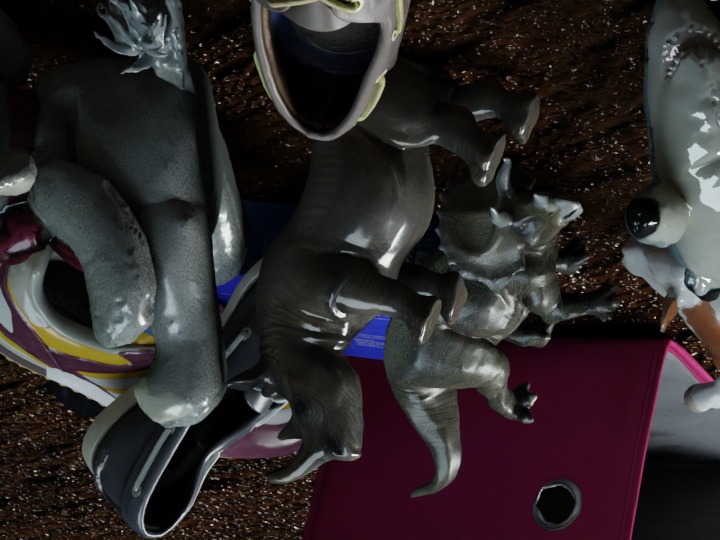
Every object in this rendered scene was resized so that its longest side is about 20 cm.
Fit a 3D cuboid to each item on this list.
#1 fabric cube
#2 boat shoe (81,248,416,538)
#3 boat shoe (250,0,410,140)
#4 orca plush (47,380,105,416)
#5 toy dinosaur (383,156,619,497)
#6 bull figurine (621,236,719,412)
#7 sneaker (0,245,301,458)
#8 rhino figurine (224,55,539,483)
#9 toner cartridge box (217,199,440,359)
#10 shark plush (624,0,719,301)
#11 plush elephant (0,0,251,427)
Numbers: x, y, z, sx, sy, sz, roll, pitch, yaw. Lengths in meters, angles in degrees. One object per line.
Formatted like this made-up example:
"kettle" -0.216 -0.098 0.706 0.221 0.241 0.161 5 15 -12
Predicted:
"fabric cube" 0.100 0.158 1.434 0.199 0.196 0.200 0 156 31
"boat shoe" -0.044 0.052 1.243 0.200 0.063 0.073 -40 136 11
"boat shoe" -0.011 -0.117 1.013 0.072 0.060 0.200 12 158 3
"orca plush" -0.103 0.073 1.495 0.200 0.071 0.105 3 156 22
"toy dinosaur" 0.054 0.019 1.238 0.102 0.077 0.200 17 127 -26
"bull figurine" 0.216 0.032 1.247 0.200 0.065 0.121 13 161 1
"sneaker" -0.093 0.040 1.295 0.200 0.075 0.090 21 161 -21
"rhino figurine" 0.000 0.000 1.132 0.087 0.200 0.060 23 -176 17
"toner cartridge box" -0.044 0.003 1.336 0.200 0.043 0.095 7 156 12
"shark plush" 0.154 -0.041 1.094 0.091 0.083 0.200 -28 153 8
"plush elephant" -0.142 -0.038 1.150 0.155 0.165 0.200 -5 126 6
